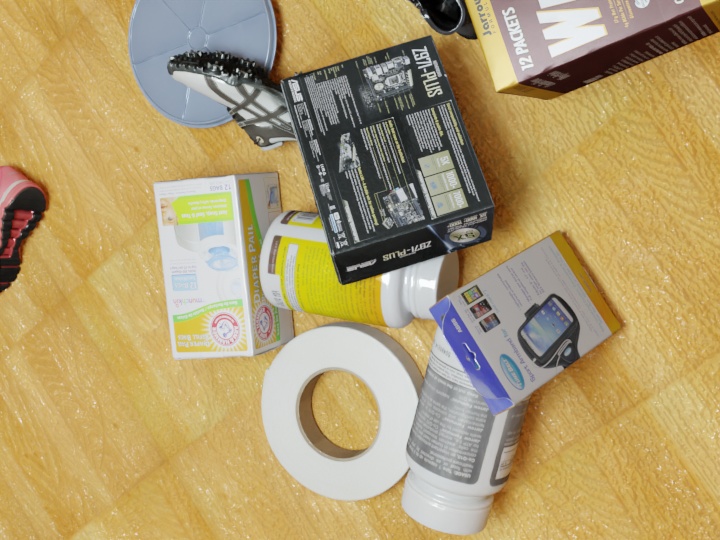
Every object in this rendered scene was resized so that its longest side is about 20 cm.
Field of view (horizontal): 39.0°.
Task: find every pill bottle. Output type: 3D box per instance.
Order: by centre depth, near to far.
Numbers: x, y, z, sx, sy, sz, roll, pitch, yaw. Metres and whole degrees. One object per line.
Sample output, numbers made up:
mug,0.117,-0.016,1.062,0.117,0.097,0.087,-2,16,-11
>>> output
pill bottle,0.110,0.162,1.057,0.113,0.114,0.202,18,103,20
pill bottle,0.000,0.000,1.086,0.198,0.109,0.110,9,100,22

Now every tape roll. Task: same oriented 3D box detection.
tape roll,-0.019,0.159,1.155,0.201,0.037,0.205,3,99,23

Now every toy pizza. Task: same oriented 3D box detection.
toy pizza,-0.181,-0.266,1.174,0.198,0.032,0.202,3,97,23

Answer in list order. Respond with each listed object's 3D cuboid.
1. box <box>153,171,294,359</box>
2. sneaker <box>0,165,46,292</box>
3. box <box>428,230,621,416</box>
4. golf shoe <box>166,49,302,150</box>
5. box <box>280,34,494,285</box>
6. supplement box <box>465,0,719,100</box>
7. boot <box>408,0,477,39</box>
box,-0.153,-0.006,1.156,0.111,0.101,0.202,-3,96,24
sneaker,-0.481,-0.047,1.322,0.087,0.074,0.201,43,107,27
box,0.155,0.052,0.983,0.120,0.199,0.041,58,145,6
golf shoe,-0.119,-0.177,1.107,0.198,0.078,0.095,16,116,-4
box,0.026,-0.110,1.011,0.162,0.086,0.202,-17,69,-1
supplement box,0.216,-0.254,0.912,0.199,0.197,0.134,-19,89,25
boot,0.049,-0.312,1.013,0.200,0.131,0.070,43,111,13
